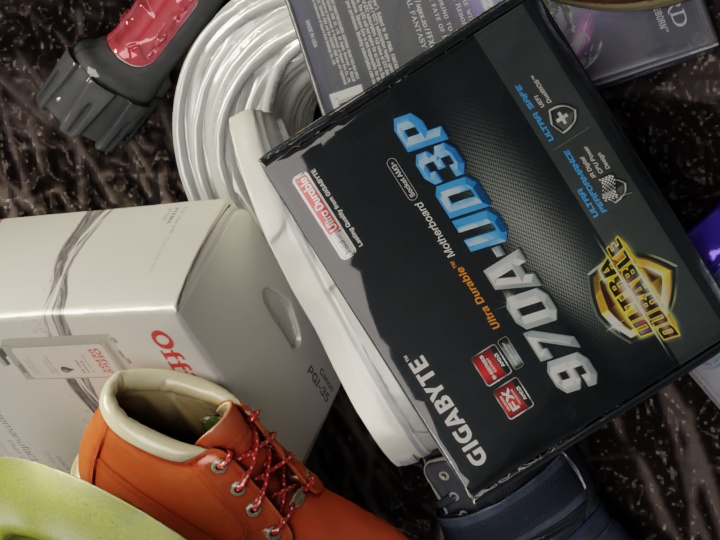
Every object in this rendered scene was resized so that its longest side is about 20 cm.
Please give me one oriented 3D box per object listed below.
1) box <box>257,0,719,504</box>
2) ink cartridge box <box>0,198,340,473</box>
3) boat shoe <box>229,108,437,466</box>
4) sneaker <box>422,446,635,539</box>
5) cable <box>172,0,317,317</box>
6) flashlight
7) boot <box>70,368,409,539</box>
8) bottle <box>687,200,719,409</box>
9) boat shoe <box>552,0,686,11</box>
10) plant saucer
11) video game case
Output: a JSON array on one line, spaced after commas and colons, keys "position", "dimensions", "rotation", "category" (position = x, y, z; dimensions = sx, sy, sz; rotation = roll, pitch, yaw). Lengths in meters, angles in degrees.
[{"position": [0.068, -0.013, 1.063], "dimensions": [0.159, 0.046, 0.200], "rotation": [-32, 94, 2], "category": "box"}, {"position": [-0.132, 0.043, 1.186], "dimensions": [0.200, 0.083, 0.147], "rotation": [-3, 134, 32], "category": "ink cartridge box"}, {"position": [0.000, 0.000, 1.116], "dimensions": [0.068, 0.072, 0.200], "rotation": [-28, 84, 3], "category": "boat shoe"}, {"position": [0.048, 0.165, 1.192], "dimensions": [0.202, 0.077, 0.146], "rotation": [-31, 101, 14], "category": "sneaker"}, {"position": [0.000, -0.071, 1.170], "dimensions": [0.200, 0.069, 0.200], "rotation": [-42, 85, 24], "category": "cable"}, {"position": [-0.105, -0.156, 1.191], "dimensions": [0.068, 0.068, 0.200], "rotation": [44, 112, 5], "category": "flashlight"}, {"position": [-0.052, 0.118, 1.108], "dimensions": [0.200, 0.075, 0.107], "rotation": [22, 138, 3], "category": "boot"}, {"position": [0.228, 0.059, 1.115], "dimensions": [0.084, 0.065, 0.200], "rotation": [-41, 86, 19], "category": "bottle"}, {"position": [0.176, -0.177, 1.050], "dimensions": [0.199, 0.074, 0.076], "rotation": [-10, 80, 4], "category": "boat shoe"}, {"position": [-0.114, 0.166, 1.119], "dimensions": [0.200, 0.200, 0.031], "rotation": [29, 68, 12], "category": "plant saucer"}, {"position": [0.063, -0.147, 1.101], "dimensions": [0.200, 0.019, 0.143], "rotation": [-18, 80, 1], "category": "video game case"}]
